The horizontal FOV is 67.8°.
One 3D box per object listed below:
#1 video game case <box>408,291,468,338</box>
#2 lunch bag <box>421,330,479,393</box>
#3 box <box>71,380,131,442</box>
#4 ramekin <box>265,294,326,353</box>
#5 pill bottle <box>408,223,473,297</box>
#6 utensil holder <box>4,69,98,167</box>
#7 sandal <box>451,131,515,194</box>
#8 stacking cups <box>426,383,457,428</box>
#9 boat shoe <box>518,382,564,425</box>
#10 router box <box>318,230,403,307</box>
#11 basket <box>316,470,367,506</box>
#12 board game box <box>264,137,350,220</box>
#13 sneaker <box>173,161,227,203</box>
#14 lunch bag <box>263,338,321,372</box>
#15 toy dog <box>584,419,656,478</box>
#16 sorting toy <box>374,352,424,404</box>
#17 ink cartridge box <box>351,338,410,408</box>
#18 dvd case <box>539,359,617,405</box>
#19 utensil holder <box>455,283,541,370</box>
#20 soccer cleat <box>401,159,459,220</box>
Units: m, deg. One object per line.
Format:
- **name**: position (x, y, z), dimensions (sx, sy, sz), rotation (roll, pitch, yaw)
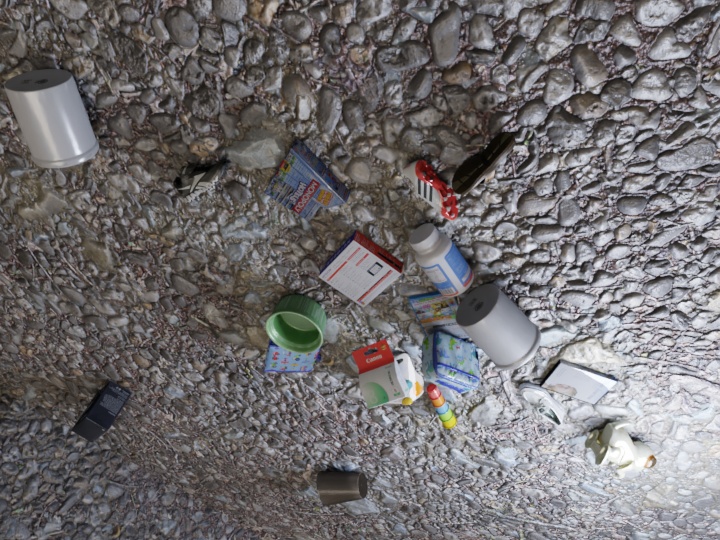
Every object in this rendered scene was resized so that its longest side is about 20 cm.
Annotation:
- **video game case**: position (0.251, 0.147, 1.690), dimensions (0.142, 0.018, 0.201), rotation (-11, 127, 25)
- **lunch bag**: position (0.287, 0.293, 1.691), dimensions (0.199, 0.162, 0.082), rotation (26, 143, -26)
- **box**: position (-1.159, 0.632, 2.399), dimensions (0.117, 0.201, 0.196), rotation (39, 129, -19)
- **ramekin**: position (-0.209, 0.175, 1.792), dimensions (0.197, 0.098, 0.202), rotation (8, 132, 9)
- **pill bottle**: position (0.220, -0.031, 1.478), dimensions (0.111, 0.113, 0.200), rotation (-21, 122, 31)
- **utensil holder**: position (-0.801, -0.399, 1.399), dimensions (0.168, 0.171, 0.202), rotation (8, 130, 9)
- **sandal**: position (0.303, -0.251, 1.298), dimensions (0.054, 0.082, 0.200), rotation (21, 130, -34)
- **stacking cups**: position (0.296, 0.495, 1.957), dimensions (0.060, 0.061, 0.201), rotation (-11, 126, 24)
- **boat shoe**: position (0.622, 0.455, 1.822), dimensions (0.199, 0.067, 0.074), rotation (32, 131, -13)
- **router box**: position (0.000, 0.000, 1.610), dimensions (0.179, 0.049, 0.200), rotation (35, 131, -15)
- **basket**: position (-0.078, 0.995, 2.461), dimensions (0.198, 0.137, 0.182), rotation (-12, 121, 21)
- **board game box**: position (-0.139, -0.218, 1.449), dimensions (0.199, 0.062, 0.200), rotation (32, 131, -12)
- **sneaker**: position (-0.456, -0.262, 1.497), dimensions (0.199, 0.067, 0.091), rotation (-24, 123, 34)
- **lunch bag**: position (-0.237, 0.303, 1.930), dimensions (0.198, 0.095, 0.151), rotation (13, 131, -9)
- **toy dog**: position (0.915, 0.618, 1.856), dimensions (0.198, 0.140, 0.195), rotation (27, 96, -6)
- **sorting toy**: position (0.114, 0.369, 1.891), dimensions (0.197, 0.107, 0.182), rotation (-2, 111, 17)
- **ink cartridge box**: position (0.059, 0.357, 1.839), dimensions (0.160, 0.050, 0.202), rotation (-26, 90, 30)
- **dvd case**: position (0.711, 0.369, 1.753), dimensions (0.198, 0.018, 0.144), rotation (18, 132, -1)
- **utensil holder**: position (0.398, 0.162, 1.560), dimensions (0.169, 0.171, 0.200), rotation (-31, 116, 35)
- **soccer cleat**: position (0.182, -0.203, 1.373), dimensions (0.085, 0.069, 0.200), rotation (1, 145, 48)
